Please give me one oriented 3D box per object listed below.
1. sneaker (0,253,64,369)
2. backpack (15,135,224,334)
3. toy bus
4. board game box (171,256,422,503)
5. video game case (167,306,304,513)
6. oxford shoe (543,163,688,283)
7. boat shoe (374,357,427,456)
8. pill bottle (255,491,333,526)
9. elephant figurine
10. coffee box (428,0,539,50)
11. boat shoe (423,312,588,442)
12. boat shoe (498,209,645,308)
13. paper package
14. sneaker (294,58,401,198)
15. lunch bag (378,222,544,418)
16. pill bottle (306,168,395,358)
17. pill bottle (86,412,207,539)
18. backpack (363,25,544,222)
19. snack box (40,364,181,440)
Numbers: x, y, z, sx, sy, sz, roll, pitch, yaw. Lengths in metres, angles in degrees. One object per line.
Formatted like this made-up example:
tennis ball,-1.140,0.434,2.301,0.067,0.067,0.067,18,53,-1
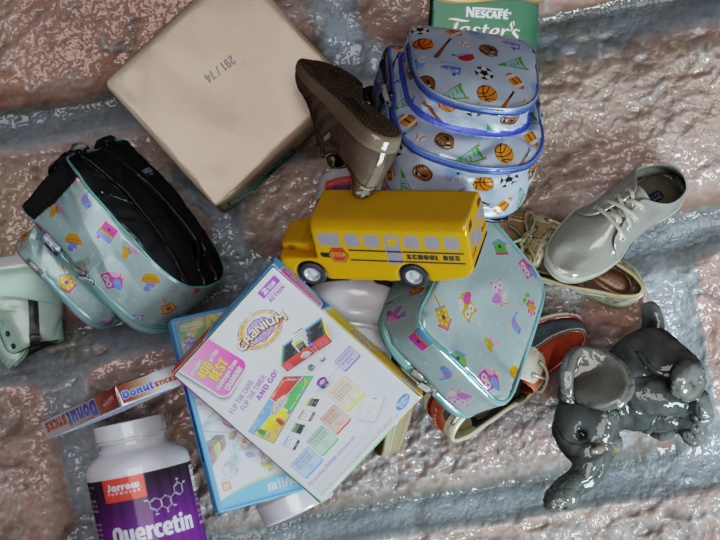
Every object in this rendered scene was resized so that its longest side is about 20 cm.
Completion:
sneaker,-0.419,0.052,1.618,0.200,0.074,0.119,-10,81,-2
backpack,-0.248,-0.023,1.574,0.200,0.176,0.153,41,105,3
toy bus,0.019,-0.034,1.459,0.199,0.065,0.078,2,132,20
board game box,-0.062,0.109,1.480,0.200,0.040,0.153,43,98,-8
video game case,-0.105,0.133,1.528,0.143,0.018,0.201,-12,83,-24
oxford shoe,0.273,-0.056,1.589,0.200,0.058,0.075,-33,72,-23
boat shoe,0.059,0.107,1.613,0.065,0.072,0.201,11,96,-19
pill bottle,-0.106,0.164,1.592,0.111,0.111,0.201,-24,88,0
elephant figurine,0.257,0.142,1.571,0.199,0.155,0.142,-15,109,-8
coffee box,0.131,-0.213,1.638,0.122,0.044,0.201,5,88,1
boat shoe,0.164,0.115,1.594,0.200,0.063,0.071,-29,128,-10
boat shoe,0.215,-0.018,1.618,0.199,0.063,0.074,20,88,2
paper package,-0.138,-0.195,1.613,0.200,0.103,0.191,-42,87,-2
sneaker,-0.027,-0.145,1.486,0.070,0.200,0.076,10,116,-28
lunch bag,0.108,0.046,1.527,0.160,0.077,0.200,47,46,-23
pill bottle,0.000,0.000,1.571,0.111,0.111,0.201,6,68,1
pill bottle,-0.226,0.258,1.589,0.112,0.112,0.201,-13,88,0
backpack,0.103,-0.146,1.506,0.199,0.154,0.191,3,51,-5
snack box,-0.261,0.139,1.550,0.072,0.200,0.024,-18,86,-36
